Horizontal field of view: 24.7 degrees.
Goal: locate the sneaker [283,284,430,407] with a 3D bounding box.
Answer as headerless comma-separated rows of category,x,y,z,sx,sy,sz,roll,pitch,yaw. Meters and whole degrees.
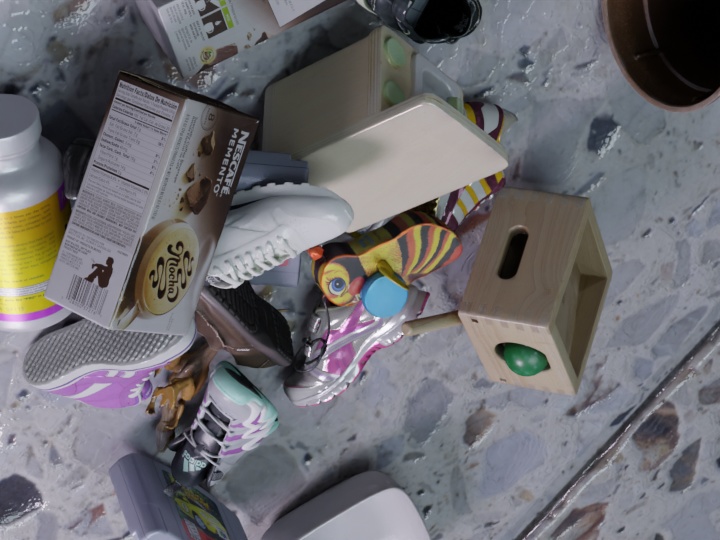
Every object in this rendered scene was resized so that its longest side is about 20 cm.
sneaker,-0.020,0.063,1.734,0.088,0.081,0.200,43,114,-7

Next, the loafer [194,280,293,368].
loafer,-0.132,0.049,1.591,0.070,0.074,0.200,-18,145,15

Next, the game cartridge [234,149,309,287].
game cartridge,-0.118,-0.046,1.545,0.132,0.041,0.200,8,149,0

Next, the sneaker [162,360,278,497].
sneaker,-0.153,0.175,1.675,0.140,0.078,0.200,-45,164,-9

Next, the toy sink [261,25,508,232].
toy sink,0.024,-0.138,1.525,0.199,0.113,0.130,-22,143,35

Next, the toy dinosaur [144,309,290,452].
toy dinosaur,-0.172,0.099,1.693,0.200,0.060,0.106,-51,162,17

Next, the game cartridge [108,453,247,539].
game cartridge,-0.181,0.273,1.743,0.041,0.133,0.200,-43,133,6

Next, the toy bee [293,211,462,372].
toy bee,0.000,0.000,1.610,0.200,0.130,0.109,-48,124,-20

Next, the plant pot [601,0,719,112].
plant pot,0.379,-0.274,1.642,0.197,0.200,0.202,-15,130,-31

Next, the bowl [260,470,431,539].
bowl,-0.023,0.329,1.930,0.199,0.075,0.200,-31,133,-8

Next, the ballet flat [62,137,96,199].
ballet flat,-0.229,-0.061,1.487,0.200,0.066,0.057,60,46,-68

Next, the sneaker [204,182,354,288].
sneaker,-0.099,-0.024,1.468,0.198,0.081,0.077,-9,146,19

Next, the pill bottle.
pill bottle,-0.308,-0.051,1.454,0.103,0.104,0.201,-16,131,-19

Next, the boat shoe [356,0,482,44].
boat shoe,0.071,-0.241,1.521,0.075,0.066,0.199,-59,152,8

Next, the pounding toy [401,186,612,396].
pounding toy,0.159,0.031,1.723,0.201,0.141,0.184,-69,153,-24

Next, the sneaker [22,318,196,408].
sneaker,-0.218,0.084,1.596,0.199,0.073,0.114,-14,149,32

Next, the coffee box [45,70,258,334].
coffee box,-0.175,-0.055,1.389,0.113,0.079,0.202,11,100,-61

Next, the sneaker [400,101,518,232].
sneaker,0.104,-0.078,1.696,0.089,0.075,0.201,2,123,-25

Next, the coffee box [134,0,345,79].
coffee box,-0.093,-0.261,1.415,0.199,0.113,0.080,-27,133,-9
